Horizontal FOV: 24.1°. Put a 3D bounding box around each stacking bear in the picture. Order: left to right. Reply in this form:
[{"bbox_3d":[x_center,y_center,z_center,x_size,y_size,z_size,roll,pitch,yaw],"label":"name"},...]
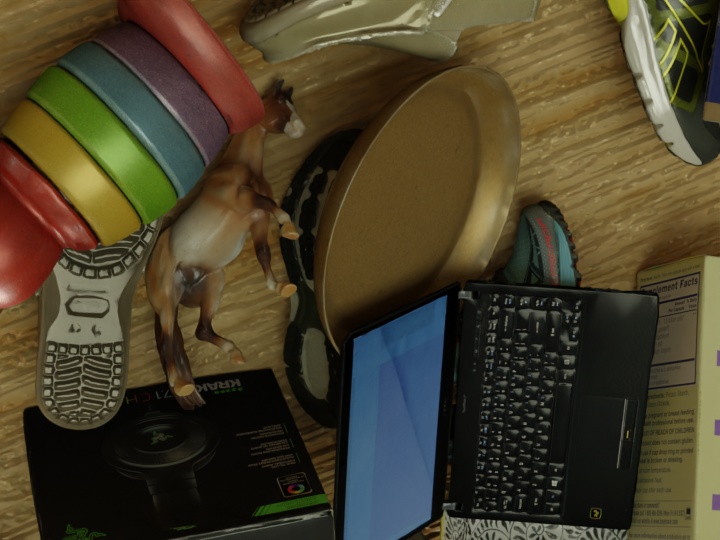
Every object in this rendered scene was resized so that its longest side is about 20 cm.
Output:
[{"bbox_3d":[-0.162,-0.062,0.954,0.200,0.121,0.114,-44,96,-10],"label":"stacking bear"}]

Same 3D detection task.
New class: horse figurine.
[{"bbox_3d":[-0.088,-0.007,1.049,0.050,0.133,0.200,13,124,-34],"label":"horse figurine"}]

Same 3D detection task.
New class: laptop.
[{"bbox_3d":[0.087,0.106,1.074,0.199,0.103,0.178,4,114,2],"label":"laptop"}]

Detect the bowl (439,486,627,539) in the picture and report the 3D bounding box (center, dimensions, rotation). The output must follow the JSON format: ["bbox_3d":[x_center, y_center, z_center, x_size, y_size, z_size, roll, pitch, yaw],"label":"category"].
[{"bbox_3d":[0.141,0.222,1.191,0.200,0.201,0.094,2,141,-16],"label":"bowl"}]

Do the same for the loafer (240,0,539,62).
[{"bbox_3d":[0.027,-0.157,1.017,0.199,0.076,0.068,-18,111,-8],"label":"loafer"}]

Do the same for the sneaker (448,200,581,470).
[{"bbox_3d":[0.093,0.050,1.137,0.095,0.079,0.201,6,104,-7],"label":"sneaker"}]

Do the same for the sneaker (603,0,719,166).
[{"bbox_3d":[0.204,-0.157,1.066,0.084,0.075,0.200,-21,119,12],"label":"sneaker"}]

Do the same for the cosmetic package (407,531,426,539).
[{"bbox_3d":[0.028,0.251,1.141,0.087,0.200,0.104,-22,117,-3],"label":"cosmetic package"}]

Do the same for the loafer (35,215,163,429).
[{"bbox_3d":[-0.170,-0.004,1.048,0.075,0.068,0.201,10,95,-20],"label":"loafer"}]

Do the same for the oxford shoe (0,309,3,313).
[{"bbox_3d":[-0.262,0.038,1.043,0.200,0.071,0.071,-52,150,19],"label":"oxford shoe"}]

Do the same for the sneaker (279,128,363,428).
[{"bbox_3d":[0.000,0.000,1.109,0.088,0.077,0.201,-17,121,-43],"label":"sneaker"}]

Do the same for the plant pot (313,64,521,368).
[{"bbox_3d":[0.032,-0.035,1.038,0.200,0.027,0.201,-35,139,-38],"label":"plant pot"}]

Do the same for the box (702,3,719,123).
[{"bbox_3d":[0.254,-0.197,1.043,0.032,0.121,0.201,12,109,24],"label":"box"}]

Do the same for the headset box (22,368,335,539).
[{"bbox_3d":[-0.116,0.159,1.060,0.174,0.200,0.093,-8,116,-11],"label":"headset box"}]

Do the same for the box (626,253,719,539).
[{"bbox_3d":[0.284,0.102,1.156,0.175,0.097,0.201,7,81,-19],"label":"box"}]
